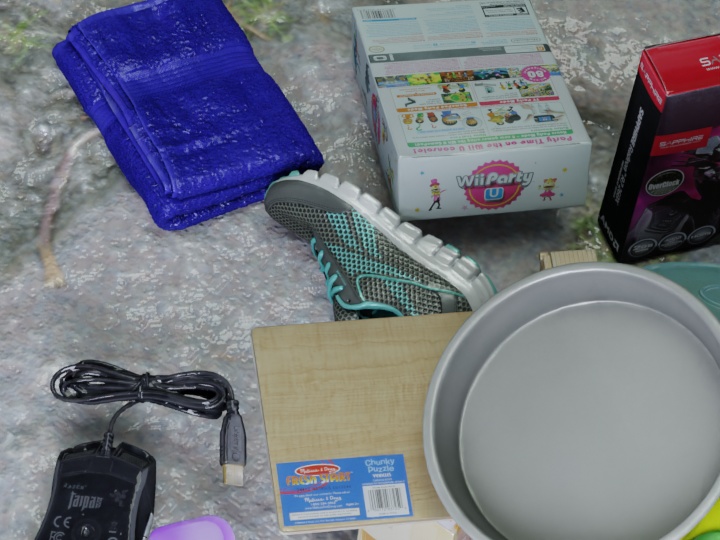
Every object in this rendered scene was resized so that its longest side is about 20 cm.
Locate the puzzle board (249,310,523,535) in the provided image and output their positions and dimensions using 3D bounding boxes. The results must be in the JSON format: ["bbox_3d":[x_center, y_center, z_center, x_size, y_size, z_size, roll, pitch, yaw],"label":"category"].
[{"bbox_3d":[0.037,0.095,1.481,0.200,0.017,0.151,-4,56,-8],"label":"puzzle board"}]

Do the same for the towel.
[{"bbox_3d":[-0.133,-0.131,1.796,0.148,0.050,0.200,-22,59,-19],"label":"towel"}]

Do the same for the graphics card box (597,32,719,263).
[{"bbox_3d":[0.253,-0.093,1.717,0.125,0.200,0.051,-12,56,-16],"label":"graphics card box"}]

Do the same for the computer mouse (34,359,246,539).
[{"bbox_3d":[-0.147,0.157,1.572,0.140,0.046,0.200,0,61,7],"label":"computer mouse"}]

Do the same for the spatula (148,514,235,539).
[{"bbox_3d":[-0.177,0.194,1.516,0.200,0.021,0.057,-6,64,5],"label":"spatula"}]

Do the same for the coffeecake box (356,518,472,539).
[{"bbox_3d":[0.086,0.131,1.564,0.073,0.154,0.200,34,57,18],"label":"coffeecake box"}]

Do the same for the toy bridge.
[{"bbox_3d":[0.131,0.072,1.480,0.067,0.027,0.200,-4,57,-7],"label":"toy bridge"}]

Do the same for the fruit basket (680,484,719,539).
[{"bbox_3d":[0.255,0.141,1.460,0.215,0.216,0.156,-17,59,-18],"label":"fruit basket"}]

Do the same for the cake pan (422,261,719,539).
[{"bbox_3d":[0.138,0.093,1.418,0.200,0.037,0.200,-8,64,16],"label":"cake pan"}]

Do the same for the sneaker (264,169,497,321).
[{"bbox_3d":[0.000,0.000,1.703,0.200,0.078,0.091,31,69,23],"label":"sneaker"}]

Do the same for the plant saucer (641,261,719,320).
[{"bbox_3d":[0.262,0.031,1.602,0.200,0.027,0.200,8,16,-2],"label":"plant saucer"}]

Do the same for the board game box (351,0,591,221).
[{"bbox_3d":[0.081,-0.127,1.780,0.147,0.064,0.200,-5,39,-8],"label":"board game box"}]
